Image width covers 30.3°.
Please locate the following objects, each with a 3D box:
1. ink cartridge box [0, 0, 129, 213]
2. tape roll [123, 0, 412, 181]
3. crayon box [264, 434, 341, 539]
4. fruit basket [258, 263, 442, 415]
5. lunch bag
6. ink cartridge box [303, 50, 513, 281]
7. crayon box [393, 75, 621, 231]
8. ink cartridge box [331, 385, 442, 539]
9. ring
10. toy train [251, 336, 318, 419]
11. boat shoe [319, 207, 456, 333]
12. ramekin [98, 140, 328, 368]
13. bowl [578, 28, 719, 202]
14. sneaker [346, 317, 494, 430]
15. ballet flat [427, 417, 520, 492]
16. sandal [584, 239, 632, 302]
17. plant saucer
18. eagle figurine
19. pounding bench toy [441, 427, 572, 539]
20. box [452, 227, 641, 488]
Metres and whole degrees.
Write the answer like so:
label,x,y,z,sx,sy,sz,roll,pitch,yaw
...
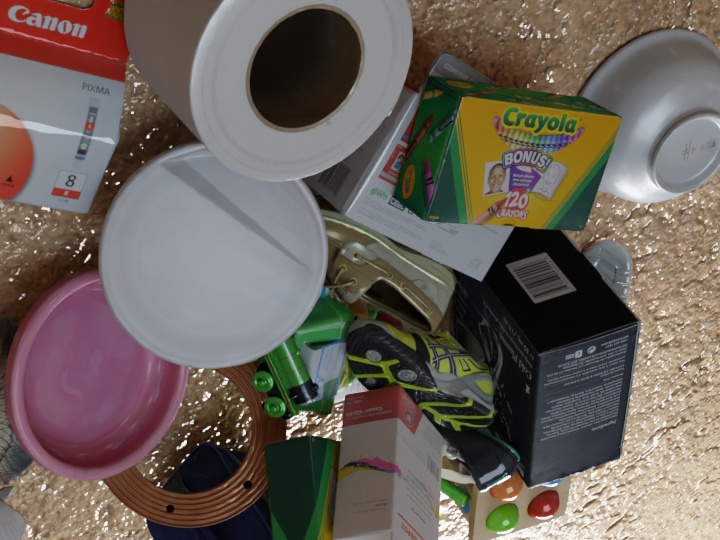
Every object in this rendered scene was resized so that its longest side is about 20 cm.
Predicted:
label,x,y,z,sx,sy,sz,roll,pitch,yaw
ink cartridge box,-0.267,-0.149,1.088,0.161,0.050,0.201,10,123,-35
tape roll,-0.076,-0.192,1.082,0.202,0.139,0.204,-18,130,-23
crayon box,-0.018,0.265,1.344,0.058,0.174,0.200,-15,162,23
fruit basket,-0.007,0.072,1.380,0.199,0.094,0.186,-5,127,-29
lunch bag,-0.128,0.287,1.400,0.132,0.200,0.136,19,112,-50
ink cartridge box,0.078,-0.109,1.280,0.199,0.084,0.176,25,101,-40
crayon box,0.138,-0.105,1.229,0.199,0.058,0.119,2,114,-35
ink cartridge box,0.028,0.231,1.308,0.067,0.201,0.117,-13,140,22
ring,-0.173,0.158,1.333,0.199,0.019,0.202,0,97,-3
toy train,-0.097,0.052,1.281,0.056,0.042,0.201,-20,103,21
boat shoe,0.000,0.000,1.281,0.199,0.067,0.074,23,153,-14
ramekin,-0.133,-0.020,1.189,0.201,0.094,0.204,-2,101,-10
bowl,0.324,-0.144,1.394,0.200,0.090,0.202,-15,132,-18
sneaker,0.059,0.094,1.353,0.075,0.077,0.200,-23,136,36
ballet flat,0.087,0.184,1.442,0.073,0.200,0.074,-15,117,-32
sandal,0.273,0.054,1.547,0.050,0.082,0.204,-45,157,-59
plant saucer,-0.250,0.093,1.240,0.200,0.051,0.202,-14,109,-46
eagle figurine,-0.374,0.159,1.223,0.150,0.152,0.201,9,127,-11
pounding bench toy,0.128,0.228,1.533,0.199,0.156,0.125,-14,131,-19
box,0.191,0.084,1.424,0.123,0.200,0.197,-17,131,-15
